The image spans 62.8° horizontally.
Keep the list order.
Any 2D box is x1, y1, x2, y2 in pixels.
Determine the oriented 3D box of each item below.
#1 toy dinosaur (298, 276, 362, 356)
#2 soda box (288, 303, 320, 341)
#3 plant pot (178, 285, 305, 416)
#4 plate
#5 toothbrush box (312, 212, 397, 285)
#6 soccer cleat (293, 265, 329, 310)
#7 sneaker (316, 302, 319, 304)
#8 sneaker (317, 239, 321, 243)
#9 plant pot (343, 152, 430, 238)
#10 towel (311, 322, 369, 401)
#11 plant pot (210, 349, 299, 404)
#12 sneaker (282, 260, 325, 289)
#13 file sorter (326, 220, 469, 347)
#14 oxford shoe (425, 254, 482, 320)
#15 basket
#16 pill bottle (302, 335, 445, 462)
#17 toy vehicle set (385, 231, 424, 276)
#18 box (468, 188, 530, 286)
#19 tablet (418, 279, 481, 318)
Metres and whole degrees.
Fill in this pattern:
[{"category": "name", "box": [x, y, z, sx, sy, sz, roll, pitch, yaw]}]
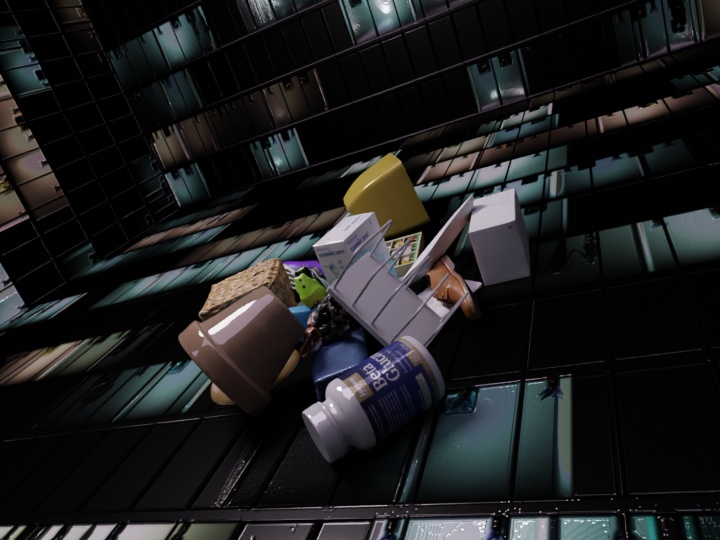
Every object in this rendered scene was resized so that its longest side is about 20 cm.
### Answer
[{"category": "toy dinosaur", "box": [-0.054, 0.097, 1.112, 0.135, 0.102, 0.202, -34, 31, 40]}, {"category": "soda box", "box": [-0.180, 0.120, 1.261, 0.196, 0.065, 0.068, -8, 8, 3]}, {"category": "plant pot", "box": [-0.195, 0.129, 1.060, 0.175, 0.201, 0.200, -44, 24, -9]}, {"category": "plate", "box": [0.170, -0.053, 1.300, 0.201, 0.032, 0.200, -51, -3, -26]}, {"category": "toothbrush box", "box": [0.000, 0.000, 1.252, 0.084, 0.203, 0.147, -7, 25, 33]}, {"category": "soccer cleat", "box": [-0.103, 0.028, 1.250, 0.067, 0.082, 0.200, -31, 4, 1]}, {"category": "sneaker", "box": [-0.062, 0.054, 1.373, 0.078, 0.075, 0.201, -20, 19, 20]}, {"category": "sneaker", "box": [-0.007, -0.029, 1.377, 0.197, 0.071, 0.083, 26, 29, -3]}, {"category": "plant pot", "box": [0.062, -0.200, 1.742, 0.198, 0.197, 0.195, -30, 19, 3]}, {"category": "towel", "box": [-0.037, 0.162, 1.100, 0.110, 0.049, 0.200, -21, 19, 3]}, {"category": "plant pot", "box": [-0.222, 0.203, 1.218, 0.197, 0.028, 0.201, -20, 20, 7]}, {"category": "sneaker", "box": [-0.138, 0.006, 1.593, 0.099, 0.071, 0.199, -26, 23, -33]}, {"category": "file sorter", "box": [0.071, 0.036, 1.036, 0.139, 0.200, 0.125, -41, -9, -43]}, {"category": "oxford shoe", "box": [0.179, 0.045, 1.142, 0.071, 0.072, 0.201, -33, 28, 4]}, {"category": "basket", "box": [-0.248, 0.086, 1.369, 0.198, 0.144, 0.149, -24, 21, 9]}, {"category": "pill bottle", "box": [0.017, 0.192, 0.870, 0.198, 0.112, 0.111, -29, 21, -20]}, {"category": "toy vehicle set", "box": [0.096, -0.035, 1.501, 0.122, 0.027, 0.201, -16, 21, 16]}, {"category": "box", "box": [0.296, -0.074, 1.247, 0.096, 0.126, 0.200, -14, 20, 20]}, {"category": "tablet", "box": [0.142, 0.070, 1.201, 0.199, 0.014, 0.129, -33, 22, -30]}]
